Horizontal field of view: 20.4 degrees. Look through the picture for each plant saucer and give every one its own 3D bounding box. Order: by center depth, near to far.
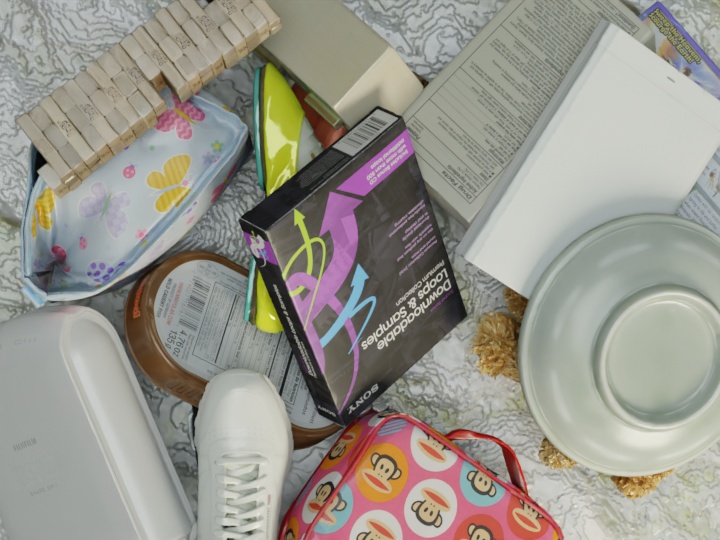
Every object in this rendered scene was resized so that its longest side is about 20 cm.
[{"bbox_3d":[0.216,0.061,1.475,0.199,0.050,0.202,-3,103,-14],"label":"plant saucer"}]

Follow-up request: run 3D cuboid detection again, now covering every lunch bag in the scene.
[{"bbox_3d":[-0.183,-0.061,1.502,0.127,0.170,0.200,39,90,0],"label":"lunch bag"},{"bbox_3d":[0.054,0.199,1.528,0.200,0.082,0.177,39,78,-16],"label":"lunch bag"}]

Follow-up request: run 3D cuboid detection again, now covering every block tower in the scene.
[{"bbox_3d":[-0.151,-0.135,1.397,0.200,0.054,0.058,-39,86,-4],"label":"block tower"}]

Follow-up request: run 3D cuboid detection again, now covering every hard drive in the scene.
[{"bbox_3d":[0.175,-0.065,1.475,0.131,0.026,0.201,31,93,-24],"label":"hard drive"}]

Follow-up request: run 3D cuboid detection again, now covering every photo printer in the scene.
[{"bbox_3d":[-0.225,0.129,1.517,0.166,0.069,0.201,-22,91,43],"label":"photo printer"}]

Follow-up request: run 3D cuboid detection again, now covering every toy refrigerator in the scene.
[{"bbox_3d":[-0.050,-0.183,1.506,0.070,0.076,0.200,-47,61,0],"label":"toy refrigerator"}]

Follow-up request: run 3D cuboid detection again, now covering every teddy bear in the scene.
[{"bbox_3d":[0.176,0.085,1.545,0.145,0.067,0.201,-31,83,-37],"label":"teddy bear"}]

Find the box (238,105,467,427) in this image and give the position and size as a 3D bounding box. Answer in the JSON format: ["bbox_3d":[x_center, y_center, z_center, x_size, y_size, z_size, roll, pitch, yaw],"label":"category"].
[{"bbox_3d":[0.000,0.000,1.480,0.143,0.036,0.201,-41,134,-23],"label":"box"}]

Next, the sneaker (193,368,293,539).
[{"bbox_3d":[-0.087,0.172,1.478,0.076,0.081,0.202,1,108,-3],"label":"sneaker"}]

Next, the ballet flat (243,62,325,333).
[{"bbox_3d":[-0.050,-0.053,1.495,0.066,0.067,0.202,3,95,2],"label":"ballet flat"}]

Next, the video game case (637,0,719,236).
[{"bbox_3d":[0.225,-0.075,1.548,0.181,0.045,0.200,-39,77,1],"label":"video game case"}]

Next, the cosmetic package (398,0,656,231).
[{"bbox_3d":[0.121,-0.131,1.514,0.200,0.073,0.104,-45,74,-1],"label":"cosmetic package"}]

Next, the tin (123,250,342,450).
[{"bbox_3d":[-0.086,0.061,1.527,0.199,0.042,0.113,28,63,-22],"label":"tin"}]

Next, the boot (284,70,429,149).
[{"bbox_3d":[-0.039,-0.086,1.563,0.107,0.075,0.201,32,96,19],"label":"boot"}]

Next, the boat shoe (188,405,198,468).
[{"bbox_3d":[-0.097,0.115,1.559,0.075,0.060,0.202,-10,91,-1],"label":"boat shoe"}]
